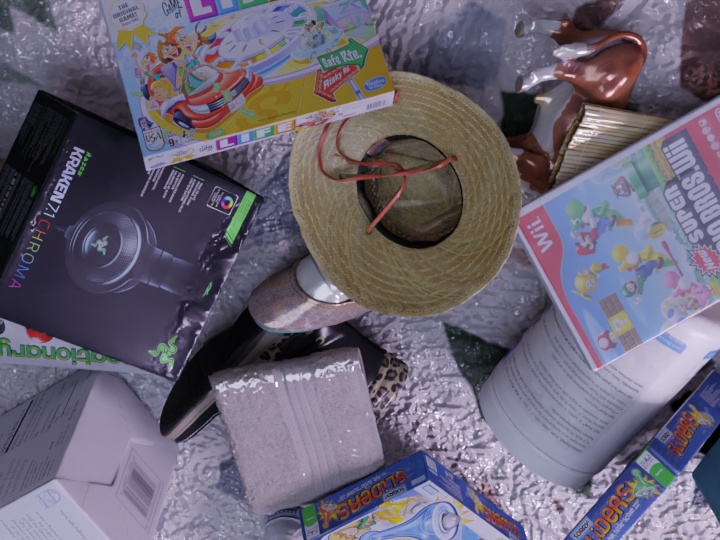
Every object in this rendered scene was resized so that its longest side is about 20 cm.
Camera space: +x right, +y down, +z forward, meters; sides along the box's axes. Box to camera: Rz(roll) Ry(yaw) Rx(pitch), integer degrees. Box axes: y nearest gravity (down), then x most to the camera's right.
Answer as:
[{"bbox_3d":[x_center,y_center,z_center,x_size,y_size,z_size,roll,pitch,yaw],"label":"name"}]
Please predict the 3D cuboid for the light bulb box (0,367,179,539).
[{"bbox_3d":[-0.291,0.213,1.541,0.200,0.198,0.125,-29,112,20],"label":"light bulb box"}]

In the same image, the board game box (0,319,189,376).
[{"bbox_3d":[-0.253,0.027,1.526,0.199,0.035,0.127,4,120,2],"label":"board game box"}]

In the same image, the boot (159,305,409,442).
[{"bbox_3d":[-0.068,0.107,1.524,0.150,0.073,0.200,35,108,-27],"label":"boot"}]

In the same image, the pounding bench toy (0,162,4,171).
[{"bbox_3d":[-0.405,-0.109,1.409,0.199,0.124,0.157,3,120,2],"label":"pounding bench toy"}]

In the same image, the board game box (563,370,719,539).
[{"bbox_3d":[0.249,0.172,1.473,0.034,0.200,0.136,41,118,11],"label":"board game box"}]

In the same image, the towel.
[{"bbox_3d":[-0.050,0.144,1.489,0.132,0.035,0.200,-11,138,2],"label":"towel"}]

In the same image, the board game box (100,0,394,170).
[{"bbox_3d":[-0.088,-0.168,1.328,0.199,0.034,0.135,-16,77,-7],"label":"board game box"}]

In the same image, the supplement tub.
[{"bbox_3d":[0.209,0.074,1.465,0.132,0.132,0.200,33,116,-14],"label":"supplement tub"}]

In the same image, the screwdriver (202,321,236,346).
[{"bbox_3d":[-0.063,0.023,1.517,0.200,0.028,0.029,-37,82,23],"label":"screwdriver"}]

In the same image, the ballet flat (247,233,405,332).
[{"bbox_3d":[0.000,0.000,1.437,0.199,0.068,0.067,-14,147,-28],"label":"ballet flat"}]

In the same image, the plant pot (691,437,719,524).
[{"bbox_3d":[0.408,0.213,1.473,0.141,0.200,0.142,19,120,-24],"label":"plant pot"}]

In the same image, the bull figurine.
[{"bbox_3d":[0.159,-0.112,1.395,0.121,0.065,0.201,10,117,-23],"label":"bull figurine"}]

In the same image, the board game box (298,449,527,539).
[{"bbox_3d":[0.053,0.243,1.580,0.135,0.035,0.200,-29,140,19],"label":"board game box"}]

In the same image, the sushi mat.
[{"bbox_3d":[0.247,-0.079,1.399,0.199,0.012,0.096,6,119,-24],"label":"sushi mat"}]

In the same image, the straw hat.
[{"bbox_3d":[0.046,-0.066,1.391,0.200,0.085,0.202,2,95,18],"label":"straw hat"}]

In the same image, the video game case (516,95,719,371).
[{"bbox_3d":[0.236,-0.030,1.359,0.199,0.017,0.143,-29,92,-2],"label":"video game case"}]

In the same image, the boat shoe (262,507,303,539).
[{"bbox_3d":[-0.049,0.331,1.654,0.074,0.086,0.203,-9,118,9],"label":"boat shoe"}]

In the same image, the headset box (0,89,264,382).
[{"bbox_3d":[-0.199,-0.024,1.395,0.200,0.093,0.175,25,93,-35],"label":"headset box"}]
